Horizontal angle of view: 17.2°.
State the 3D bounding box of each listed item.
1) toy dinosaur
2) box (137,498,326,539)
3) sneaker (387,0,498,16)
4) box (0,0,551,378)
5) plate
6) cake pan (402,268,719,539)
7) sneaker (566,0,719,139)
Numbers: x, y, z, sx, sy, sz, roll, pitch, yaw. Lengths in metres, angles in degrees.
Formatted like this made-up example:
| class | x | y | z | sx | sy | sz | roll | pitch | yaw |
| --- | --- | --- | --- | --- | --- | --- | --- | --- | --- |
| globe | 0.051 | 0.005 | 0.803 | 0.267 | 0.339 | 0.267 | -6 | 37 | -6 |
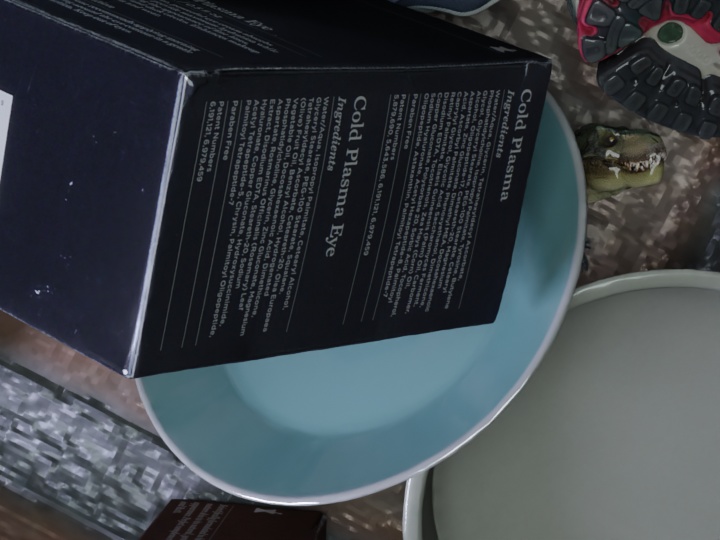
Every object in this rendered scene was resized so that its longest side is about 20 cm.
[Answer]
| class | x | y | z | sx | sy | sz | roll | pitch | yaw |
| --- | --- | --- | --- | --- | --- | --- | --- | --- | --- |
| toy dinosaur | 0.041 | 0.010 | 0.955 | 0.200 | 0.047 | 0.088 | -23 | 91 | 14 |
| box | -0.059 | 0.202 | 0.962 | 0.075 | 0.100 | 0.200 | 6 | 98 | 6 |
| sneaker | 0.045 | -0.190 | 0.914 | 0.146 | 0.077 | 0.202 | 42 | 87 | -13 |
| box | -0.070 | -0.051 | 0.842 | 0.200 | 0.182 | 0.104 | 25 | 112 | 39 |
| plate | 0.000 | 0.000 | 0.919 | 0.200 | 0.026 | 0.200 | -14 | 59 | 25 |
| cake pan | 0.115 | 0.089 | 0.935 | 0.200 | 0.037 | 0.200 | -2 | 109 | -5 |
| sneaker | 0.163 | -0.076 | 0.897 | 0.200 | 0.075 | 0.081 | 31 | 113 | -25 |
